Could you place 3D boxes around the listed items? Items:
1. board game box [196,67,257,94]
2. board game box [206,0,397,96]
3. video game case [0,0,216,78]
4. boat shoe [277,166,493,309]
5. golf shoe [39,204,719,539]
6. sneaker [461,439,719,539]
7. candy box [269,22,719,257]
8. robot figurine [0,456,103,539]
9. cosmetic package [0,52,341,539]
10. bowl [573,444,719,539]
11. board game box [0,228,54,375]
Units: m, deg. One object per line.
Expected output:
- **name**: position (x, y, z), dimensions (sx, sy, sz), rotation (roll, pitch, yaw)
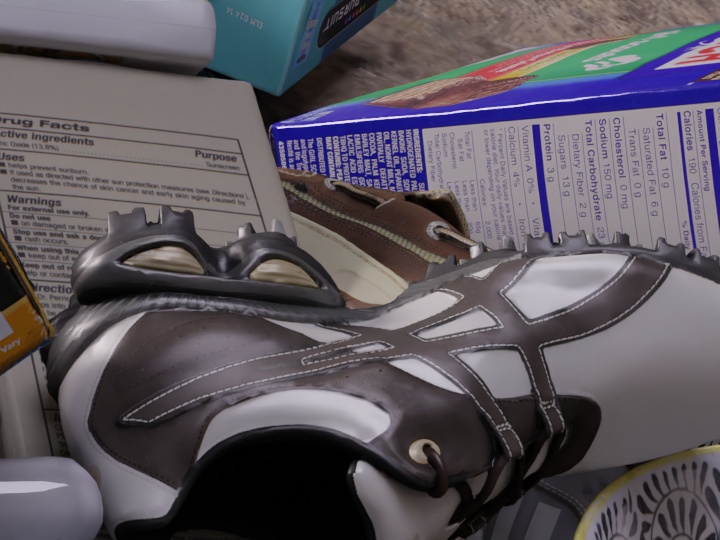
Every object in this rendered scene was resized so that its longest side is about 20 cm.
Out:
- **board game box**: position (-0.138, -0.106, 1.125), dimensions (0.199, 0.028, 0.135), rotation (13, 27, -8)
- **board game box**: position (-0.090, -0.144, 1.142), dimensions (0.199, 0.047, 0.151), rotation (23, 26, 11)
- **video game case**: position (-0.168, -0.058, 0.893), dimensions (0.199, 0.023, 0.182), rotation (5, -15, -23)
- **boat shoe**: position (0.001, 0.006, 0.896), dimensions (0.075, 0.075, 0.202), rotation (-22, 26, -18)
- **golf shoe**: position (0.021, 0.042, 0.722), dimensions (0.199, 0.078, 0.095), rotation (1, 49, -13)
- **sneaker**: position (0.125, 0.050, 0.873), dimensions (0.199, 0.116, 0.075), rotation (-8, 35, -39)
- **candy box**: position (0.098, -0.038, 0.981), dimensions (0.199, 0.077, 0.169), rotation (-2, 12, 37)
- **robot figurine**: position (-0.083, 0.121, 0.618), dimensions (0.199, 0.113, 0.170), rotation (2, 70, -25)
- **cosmetic package**: position (-0.066, 0.033, 0.796), dimensions (0.105, 0.071, 0.200), rotation (6, 42, -22)
- **bowl**: position (0.137, 0.137, 0.735), dimensions (0.200, 0.095, 0.201), rotation (13, 26, -6)
- **board game box**: position (-0.161, 0.041, 0.598), dimensions (0.057, 0.200, 0.165), rotation (57, -6, -8)
